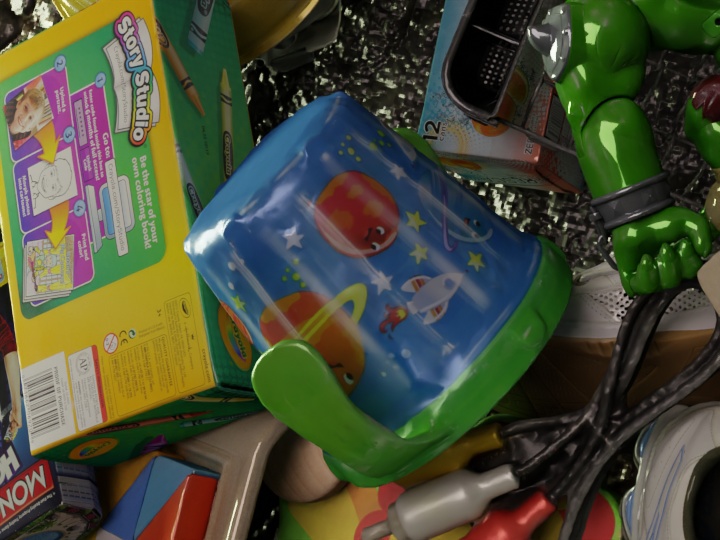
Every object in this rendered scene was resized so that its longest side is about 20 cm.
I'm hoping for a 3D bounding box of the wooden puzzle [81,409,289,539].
[{"bbox_3d":[-0.112,0.147,1.000,0.185,0.037,0.201,10,79,62],"label":"wooden puzzle"}]

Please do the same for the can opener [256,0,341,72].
[{"bbox_3d":[-0.104,-0.117,1.086,0.199,0.067,0.054,-18,70,15],"label":"can opener"}]

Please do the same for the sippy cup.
[{"bbox_3d":[0.000,0.000,0.895,0.140,0.178,0.130,-45,103,-4],"label":"sippy cup"}]

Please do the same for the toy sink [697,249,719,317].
[{"bbox_3d":[0.254,0.012,0.836,0.112,0.199,0.131,-47,66,43],"label":"toy sink"}]

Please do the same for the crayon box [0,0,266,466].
[{"bbox_3d":[-0.106,-0.022,0.970,0.118,0.058,0.202,-21,70,33],"label":"crayon box"}]

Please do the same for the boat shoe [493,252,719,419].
[{"bbox_3d":[0.128,0.023,0.946,0.199,0.071,0.070,-6,49,33],"label":"boat shoe"}]

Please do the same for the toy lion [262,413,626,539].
[{"bbox_3d":[0.028,0.158,0.969,0.191,0.069,0.201,21,89,21],"label":"toy lion"}]

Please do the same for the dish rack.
[{"bbox_3d":[0.150,-0.103,0.925,0.199,0.055,0.154,23,84,3],"label":"dish rack"}]

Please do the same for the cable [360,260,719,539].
[{"bbox_3d":[0.088,0.079,0.889,0.200,0.050,0.098,-36,78,28],"label":"cable"}]

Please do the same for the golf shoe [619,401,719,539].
[{"bbox_3d":[0.143,0.154,0.876,0.078,0.097,0.202,3,80,-6],"label":"golf shoe"}]

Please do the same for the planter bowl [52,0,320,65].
[{"bbox_3d":[-0.103,-0.199,1.016,0.199,0.083,0.202,-2,85,27],"label":"planter bowl"}]

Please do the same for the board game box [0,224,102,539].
[{"bbox_3d":[-0.199,0.113,1.053,0.199,0.061,0.201,-33,62,34],"label":"board game box"}]

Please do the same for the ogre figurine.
[{"bbox_3d":[0.155,-0.095,0.852,0.200,0.098,0.120,-38,96,5],"label":"ogre figurine"}]

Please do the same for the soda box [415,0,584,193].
[{"bbox_3d":[0.086,-0.141,0.999,0.068,0.063,0.202,9,82,28],"label":"soda box"}]
